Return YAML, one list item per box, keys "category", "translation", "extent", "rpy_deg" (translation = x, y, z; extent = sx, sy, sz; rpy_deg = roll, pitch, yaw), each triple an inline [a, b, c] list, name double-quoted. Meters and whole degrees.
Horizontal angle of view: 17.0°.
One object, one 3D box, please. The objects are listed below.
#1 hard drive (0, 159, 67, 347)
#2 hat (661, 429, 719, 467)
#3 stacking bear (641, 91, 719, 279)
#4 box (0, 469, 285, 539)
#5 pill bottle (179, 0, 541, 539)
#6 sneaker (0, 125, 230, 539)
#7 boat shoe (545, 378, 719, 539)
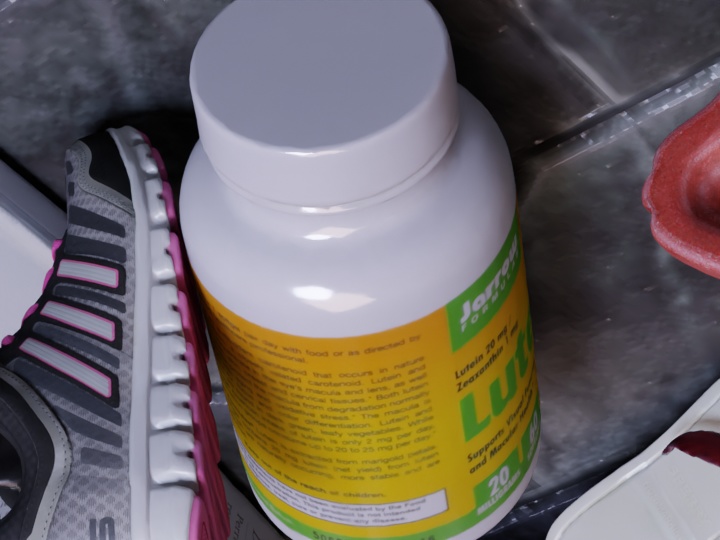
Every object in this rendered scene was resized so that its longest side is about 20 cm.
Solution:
- category: "hard drive"
  translation: [-0.196, -0.024, 0.881]
  extent: [0.131, 0.027, 0.200]
  rpy_deg: [-24, 130, 33]
- category: "hat"
  translation: [0.247, 0.086, 0.829]
  extent: [0.199, 0.176, 0.166]
  rpy_deg: [28, 110, -18]
- category: "stacking bear"
  translation: [0.186, -0.010, 0.758]
  extent: [0.113, 0.122, 0.200]
  rpy_deg: [23, 171, 32]
- category: "box"
  translation: [-0.154, 0.176, 0.972]
  extent: [0.198, 0.201, 0.131]
  rpy_deg: [-17, 132, 27]
- category: "pill bottle"
  translation: [0.000, 0.000, 0.808]
  extent: [0.110, 0.112, 0.201]
  rpy_deg: [0, 139, 10]
- category: "sneaker"
  translation: [-0.095, 0.033, 0.790]
  extent: [0.087, 0.201, 0.074]
  rpy_deg: [-10, 141, 0]
- category: "boat shoe"
  translation: [0.159, 0.074, 0.922]
  extent: [0.200, 0.073, 0.062]
  rpy_deg: [-36, 165, 32]
